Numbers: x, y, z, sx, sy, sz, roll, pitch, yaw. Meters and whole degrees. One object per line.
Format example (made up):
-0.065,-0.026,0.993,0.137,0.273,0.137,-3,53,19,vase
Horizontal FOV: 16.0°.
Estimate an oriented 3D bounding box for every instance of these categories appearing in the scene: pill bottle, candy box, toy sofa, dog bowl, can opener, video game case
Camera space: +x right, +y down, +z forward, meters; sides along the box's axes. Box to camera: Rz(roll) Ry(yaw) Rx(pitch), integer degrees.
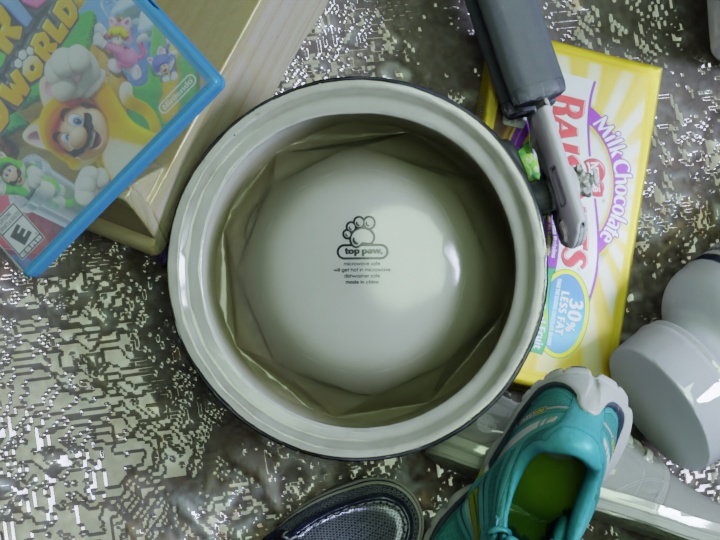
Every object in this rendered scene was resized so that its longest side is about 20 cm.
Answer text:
0.240,0.023,1.430,0.200,0.111,0.111,-34,91,-19,pill bottle
0.107,-0.030,1.449,0.102,0.026,0.200,13,78,-14,candy box
-0.101,-0.110,1.382,0.083,0.098,0.200,21,74,22,toy sofa
0.000,0.000,1.365,0.200,0.074,0.200,0,88,3,dog bowl
0.082,-0.102,1.415,0.066,0.053,0.200,-12,82,-12,can opener
-0.183,-0.117,1.310,0.143,0.018,0.200,-44,78,11,video game case

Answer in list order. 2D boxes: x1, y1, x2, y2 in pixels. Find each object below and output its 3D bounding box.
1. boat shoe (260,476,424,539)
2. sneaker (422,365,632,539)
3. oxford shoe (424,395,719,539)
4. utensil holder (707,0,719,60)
-0.038,0.176,1.339,0.200,0.093,0.075,-38,92,-18,boat shoe
0.078,0.141,1.344,0.077,0.080,0.200,22,119,-1,sneaker
0.134,0.108,1.409,0.200,0.075,0.058,21,79,-6,oxford shoe
0.274,-0.224,1.454,0.170,0.170,0.200,2,81,-15,utensil holder
